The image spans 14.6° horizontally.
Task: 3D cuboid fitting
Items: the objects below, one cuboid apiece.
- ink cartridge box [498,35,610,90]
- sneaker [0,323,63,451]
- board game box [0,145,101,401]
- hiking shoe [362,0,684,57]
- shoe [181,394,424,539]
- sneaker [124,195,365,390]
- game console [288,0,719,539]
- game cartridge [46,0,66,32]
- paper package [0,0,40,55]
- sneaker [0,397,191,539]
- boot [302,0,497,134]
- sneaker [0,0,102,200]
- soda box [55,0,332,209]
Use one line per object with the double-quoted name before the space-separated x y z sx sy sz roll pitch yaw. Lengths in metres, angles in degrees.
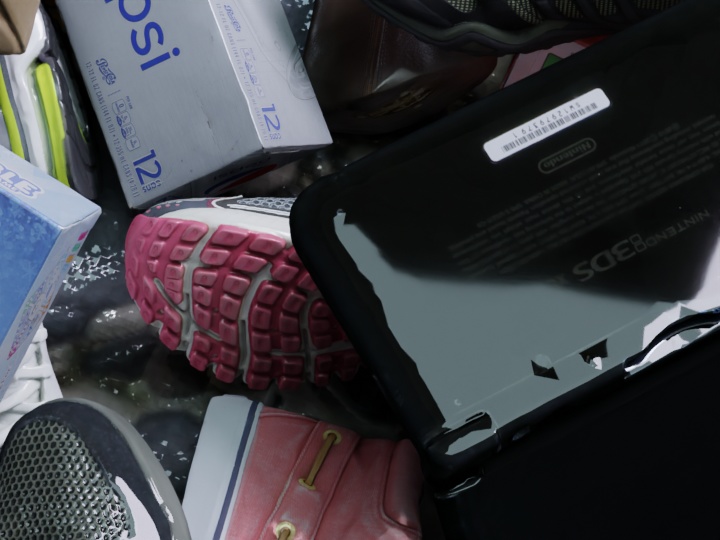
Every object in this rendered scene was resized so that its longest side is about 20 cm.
"ink cartridge box" 0.120 -0.083 1.163 0.109 0.050 0.200 25 41 0
"sneaker" -0.138 0.041 1.036 0.074 0.116 0.200 -16 65 -22
"board game box" -0.223 0.013 1.000 0.200 0.199 0.043 31 16 8
"hiking shoe" 0.089 -0.132 1.086 0.199 0.101 0.076 7 59 -11
"shoe" -0.029 0.137 1.022 0.091 0.072 0.200 10 54 3
"sneaker" 0.000 0.000 1.110 0.200 0.081 0.075 7 43 -25
"game console" 0.096 0.024 1.026 0.200 0.116 0.176 -27 68 -14
"game cartridge" -0.160 -0.198 1.221 0.176 0.032 0.200 8 61 -6
"paper package" -0.199 -0.195 1.057 0.200 0.191 0.103 22 10 39
"sneaker" -0.109 0.130 0.922 0.076 0.114 0.200 -9 69 26
"boot" 0.059 -0.154 1.176 0.064 0.186 0.200 40 45 -37
"sneaker" -0.168 -0.113 1.124 0.081 0.074 0.200 -17 81 1
"soda box" -0.084 -0.129 1.127 0.063 0.068 0.200 -9 77 -64
